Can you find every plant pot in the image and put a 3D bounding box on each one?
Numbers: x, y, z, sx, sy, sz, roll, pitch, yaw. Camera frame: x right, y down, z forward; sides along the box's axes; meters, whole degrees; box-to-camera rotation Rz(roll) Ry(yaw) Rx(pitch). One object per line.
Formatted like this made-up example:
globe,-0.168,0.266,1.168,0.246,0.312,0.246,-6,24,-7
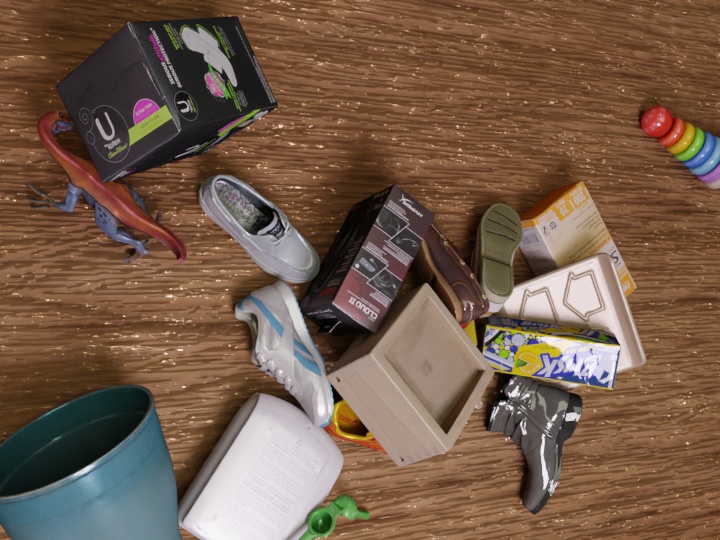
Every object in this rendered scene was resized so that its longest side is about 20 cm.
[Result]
plant pot,-0.291,0.264,0.833,0.197,0.199,0.192,-27,111,-24

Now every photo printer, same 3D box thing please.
photo printer,-0.124,0.274,0.964,0.166,0.069,0.202,39,70,-17

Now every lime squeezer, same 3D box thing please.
lime squeezer,-0.044,0.328,0.963,0.198,0.071,0.038,-13,56,-51

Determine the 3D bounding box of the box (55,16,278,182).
box,-0.223,-0.207,0.883,0.199,0.147,0.126,-34,100,-58

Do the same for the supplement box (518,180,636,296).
supplement box,0.346,-0.023,1.207,0.125,0.073,0.203,-34,99,-22

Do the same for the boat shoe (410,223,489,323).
boat shoe,0.114,-0.011,1.075,0.069,0.071,0.203,-17,65,-23

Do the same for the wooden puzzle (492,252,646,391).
wooden puzzle,0.317,0.088,1.150,0.196,0.046,0.189,-20,99,14

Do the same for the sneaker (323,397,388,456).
sneaker,0.034,0.223,1.039,0.196,0.077,0.075,12,78,-24

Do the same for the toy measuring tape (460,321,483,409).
toy measuring tape,0.136,0.107,1.102,0.072,0.073,0.205,-7,88,-24

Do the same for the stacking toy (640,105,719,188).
stacking toy,0.592,-0.233,1.343,0.197,0.085,0.087,30,73,-14

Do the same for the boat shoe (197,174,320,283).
boat shoe,-0.130,-0.054,0.994,0.200,0.071,0.071,39,71,-16

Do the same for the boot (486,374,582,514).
boot,0.250,0.260,1.145,0.128,0.068,0.204,18,94,1

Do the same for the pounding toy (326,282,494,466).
pounding toy,0.076,0.142,1.002,0.185,0.141,0.200,51,46,-8

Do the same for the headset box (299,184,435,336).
headset box,0.000,0.000,1.006,0.077,0.148,0.203,34,73,-16

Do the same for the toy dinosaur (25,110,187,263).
toy dinosaur,-0.303,-0.108,0.886,0.106,0.196,0.183,-62,141,-33

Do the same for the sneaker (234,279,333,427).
sneaker,-0.098,0.118,0.982,0.079,0.077,0.203,-21,75,-23

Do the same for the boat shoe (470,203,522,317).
boat shoe,0.199,-0.019,1.133,0.073,0.069,0.202,24,48,-4

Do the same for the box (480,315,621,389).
box,0.280,0.120,1.107,0.195,0.064,0.072,8,104,8
